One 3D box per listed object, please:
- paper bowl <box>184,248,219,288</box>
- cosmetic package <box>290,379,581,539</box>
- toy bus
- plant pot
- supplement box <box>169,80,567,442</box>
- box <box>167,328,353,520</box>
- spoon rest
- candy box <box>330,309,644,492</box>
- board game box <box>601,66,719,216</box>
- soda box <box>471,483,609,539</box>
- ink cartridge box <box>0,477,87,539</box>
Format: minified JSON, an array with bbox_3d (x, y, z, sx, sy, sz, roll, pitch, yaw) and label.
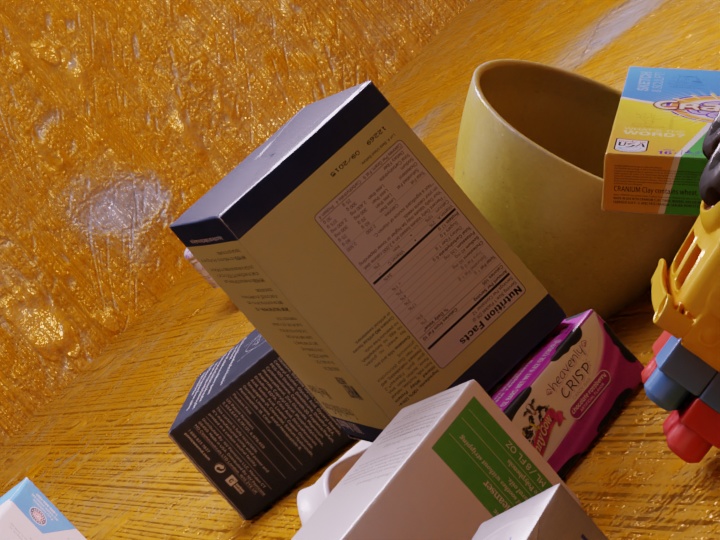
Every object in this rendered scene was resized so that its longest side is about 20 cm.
[{"bbox_3d":[-0.125,-0.051,2.971,0.201,0.104,0.201,-40,10,8],"label":"paper bowl"},{"bbox_3d":[0.023,0.172,1.306,0.200,0.108,0.085,-50,13,-34],"label":"cosmetic package"},{"bbox_3d":[0.220,0.008,1.252,0.192,0.136,0.200,-56,3,14],"label":"toy bus"},{"bbox_3d":[0.144,-0.040,1.622,0.200,0.200,0.142,-63,-2,-67],"label":"plant pot"},{"bbox_3d":[0.000,0.000,1.518,0.134,0.200,0.200,-42,8,-10],"label":"supplement box"},{"bbox_3d":[-0.048,0.094,1.960,0.200,0.107,0.148,-40,9,17],"label":"box"},{"bbox_3d":[-0.009,0.157,1.653,0.099,0.061,0.200,-39,10,15],"label":"spoon rest"},{"bbox_3d":[0.081,0.108,1.505,0.136,0.061,0.200,-47,10,-29],"label":"candy box"},{"bbox_3d":[0.245,-0.086,1.520,0.153,0.040,0.200,3,22,9],"label":"board game box"},{"bbox_3d":[0.064,0.198,1.136,0.063,0.068,0.200,-33,12,42],"label":"soda box"},{"bbox_3d":[-0.340,0.313,2.080,0.125,0.129,0.200,-36,10,33],"label":"ink cartridge box"}]
